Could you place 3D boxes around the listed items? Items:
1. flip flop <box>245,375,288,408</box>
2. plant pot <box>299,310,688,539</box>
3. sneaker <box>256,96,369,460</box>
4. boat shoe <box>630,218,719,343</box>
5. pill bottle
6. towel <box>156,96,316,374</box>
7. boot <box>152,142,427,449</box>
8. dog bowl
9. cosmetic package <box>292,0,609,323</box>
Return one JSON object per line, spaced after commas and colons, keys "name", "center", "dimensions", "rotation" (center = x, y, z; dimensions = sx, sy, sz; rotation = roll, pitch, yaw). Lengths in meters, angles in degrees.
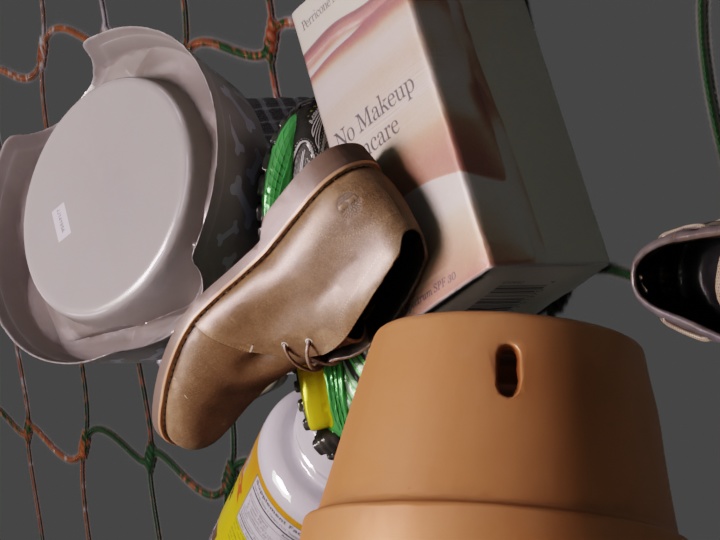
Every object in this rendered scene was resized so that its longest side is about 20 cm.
{"name": "flip flop", "center": [-0.099, 0.058, 1.595], "dimensions": [0.200, 0.058, 0.081], "rotation": [136, 123, -60]}
{"name": "plant pot", "center": [0.070, 0.103, 1.115], "dimensions": [0.200, 0.200, 0.140], "rotation": [152, 125, -64]}
{"name": "sneaker", "center": [0.000, 0.000, 1.245], "dimensions": [0.085, 0.078, 0.200], "rotation": [-13, 92, 20]}
{"name": "boat shoe", "center": [0.186, 0.012, 0.956], "dimensions": [0.200, 0.073, 0.075], "rotation": [179, 85, -65]}
{"name": "pill bottle", "center": [-0.024, 0.143, 1.396], "dimensions": [0.109, 0.109, 0.200], "rotation": [68, 151, 29]}
{"name": "towel", "center": [-0.068, -0.030, 1.382], "dimensions": [0.200, 0.165, 0.086], "rotation": [64, 145, 33]}
{"name": "boot", "center": [-0.040, 0.032, 1.174], "dimensions": [0.075, 0.074, 0.200], "rotation": [49, 117, 26]}
{"name": "dog bowl", "center": [-0.133, -0.037, 1.287], "dimensions": [0.200, 0.059, 0.200], "rotation": [-17, 65, 40]}
{"name": "cosmetic package", "center": [0.045, -0.072, 1.198], "dimensions": [0.103, 0.087, 0.200], "rotation": [-39, 60, 46]}
